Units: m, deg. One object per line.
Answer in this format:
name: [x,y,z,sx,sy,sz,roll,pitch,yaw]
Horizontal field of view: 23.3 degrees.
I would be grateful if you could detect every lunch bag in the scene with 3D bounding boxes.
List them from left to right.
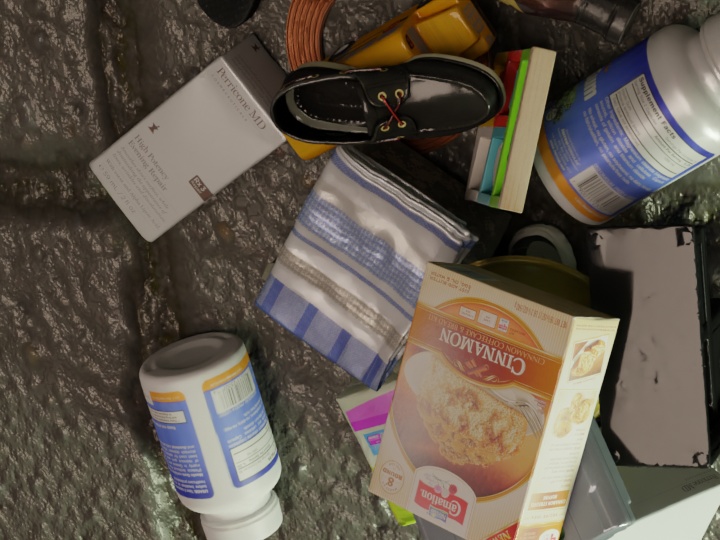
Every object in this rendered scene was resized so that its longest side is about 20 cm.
lunch bag: [0.013,-0.006,1.604,0.163,0.118,0.200,34,128,-2]

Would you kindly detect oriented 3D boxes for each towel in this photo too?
towel: [0.000,0.000,1.524,0.146,0.024,0.201,35,125,6]

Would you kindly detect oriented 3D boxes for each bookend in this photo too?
bookend: [0.269,0.043,1.486,0.091,0.200,0.201,-1,101,25]

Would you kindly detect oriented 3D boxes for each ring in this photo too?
ring: [0.022,-0.195,1.569,0.199,0.019,0.202,10,117,21]

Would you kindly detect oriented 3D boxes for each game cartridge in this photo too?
game cartridge: [0.127,0.193,1.467,0.200,0.040,0.134,-37,62,33]

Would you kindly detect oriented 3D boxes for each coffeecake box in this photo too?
coffeecake box: [0.106,0.111,1.418,0.153,0.073,0.202,21,101,38]

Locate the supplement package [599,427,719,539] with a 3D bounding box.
supplement package: [0.207,0.238,1.567,0.111,0.199,0.157,42,128,32]

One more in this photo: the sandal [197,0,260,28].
sandal: [-0.088,-0.300,1.558,0.075,0.048,0.200,43,136,-1]

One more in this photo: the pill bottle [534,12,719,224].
pill bottle: [0.245,-0.131,1.434,0.199,0.112,0.112,-33,98,32]

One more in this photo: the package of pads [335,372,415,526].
package of pads: [0.096,0.154,1.671,0.199,0.068,0.155,-19,104,30]

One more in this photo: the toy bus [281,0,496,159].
toy bus: [0.019,-0.172,1.517,0.199,0.078,0.065,-26,107,36]

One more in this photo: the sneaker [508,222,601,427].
sneaker: [0.179,0.060,1.584,0.074,0.079,0.201,-18,106,28]

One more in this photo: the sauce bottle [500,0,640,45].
sauce bottle: [0.137,-0.250,1.463,0.199,0.066,0.066,31,122,10]

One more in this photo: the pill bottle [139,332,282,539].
pill bottle: [-0.144,0.174,1.763,0.111,0.112,0.202,-5,111,26]

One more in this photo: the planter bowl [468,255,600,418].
planter bowl: [0.137,0.093,1.519,0.199,0.084,0.202,5,123,7]

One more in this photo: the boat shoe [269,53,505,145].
boat shoe: [0.021,-0.136,1.450,0.200,0.063,0.074,3,121,23]

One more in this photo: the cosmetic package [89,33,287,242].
cosmetic package: [-0.152,-0.123,1.650,0.200,0.074,0.102,-35,97,34]

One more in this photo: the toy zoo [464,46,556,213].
toy zoo: [0.121,-0.119,1.468,0.020,0.200,0.132,12,94,-7]
